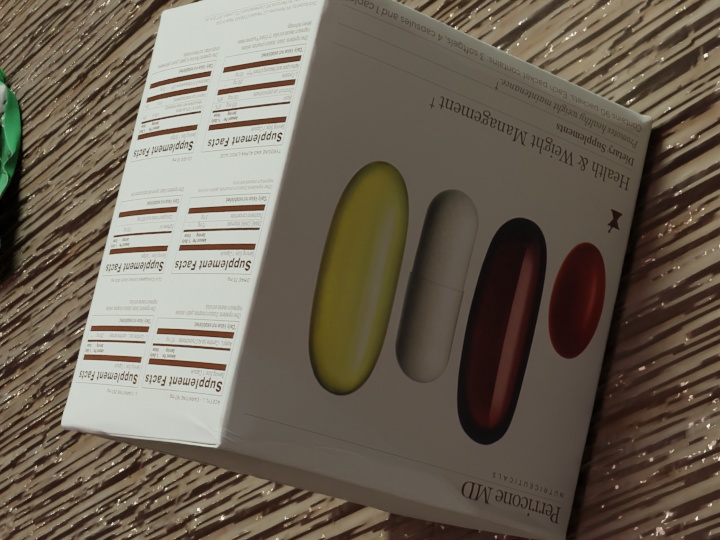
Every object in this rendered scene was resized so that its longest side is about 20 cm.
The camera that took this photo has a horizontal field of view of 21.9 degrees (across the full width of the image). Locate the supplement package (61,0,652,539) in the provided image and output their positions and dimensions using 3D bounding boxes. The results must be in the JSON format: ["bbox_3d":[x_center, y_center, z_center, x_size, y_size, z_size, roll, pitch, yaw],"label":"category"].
[{"bbox_3d":[0.000,0.000,0.839,0.147,0.191,0.200,-1,74,56],"label":"supplement package"}]

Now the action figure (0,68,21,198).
[{"bbox_3d":[-0.298,-0.078,1.436,0.118,0.055,0.200,-36,42,45],"label":"action figure"}]
